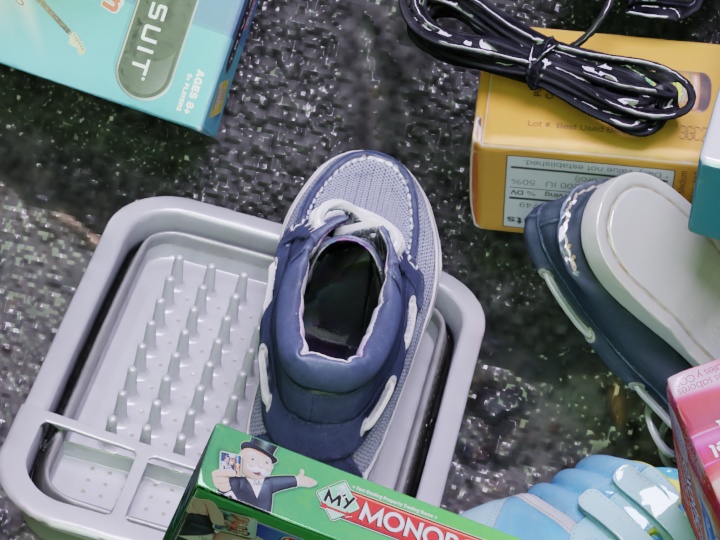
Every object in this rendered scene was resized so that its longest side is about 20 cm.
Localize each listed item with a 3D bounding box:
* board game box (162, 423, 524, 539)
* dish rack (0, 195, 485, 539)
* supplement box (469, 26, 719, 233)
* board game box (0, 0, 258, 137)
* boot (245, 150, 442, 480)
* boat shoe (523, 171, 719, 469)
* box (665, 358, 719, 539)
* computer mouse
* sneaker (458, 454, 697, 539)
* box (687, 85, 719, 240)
[{"bbox_3d":[-0.016,0.137,0.895,0.134,0.200,0.029,20,55,-5],"label":"board game box"},{"bbox_3d":[-0.045,0.060,0.994,0.171,0.200,0.044,15,133,3],"label":"dish rack"},{"bbox_3d":[0.147,-0.051,1.012,0.199,0.069,0.067,7,56,4],"label":"supplement box"},{"bbox_3d":[-0.136,-0.162,1.053,0.200,0.047,0.151,19,91,5],"label":"board game box"},{"bbox_3d":[0.000,0.000,0.966,0.073,0.200,0.090,11,134,-3],"label":"boot"},{"bbox_3d":[0.144,0.040,1.010,0.200,0.062,0.075,42,62,-24],"label":"boat shoe"},{"bbox_3d":[0.227,0.070,0.922,0.200,0.100,0.096,-19,55,-2],"label":"box"},{"bbox_3d":[0.097,-0.151,1.020,0.140,0.046,0.200,18,68,10],"label":"computer mouse"},{"bbox_3d":[0.102,0.145,0.973,0.130,0.200,0.080,-29,129,-2],"label":"sneaker"},{"bbox_3d":[0.194,-0.097,0.972,0.082,0.049,0.200,15,57,9],"label":"box"}]
